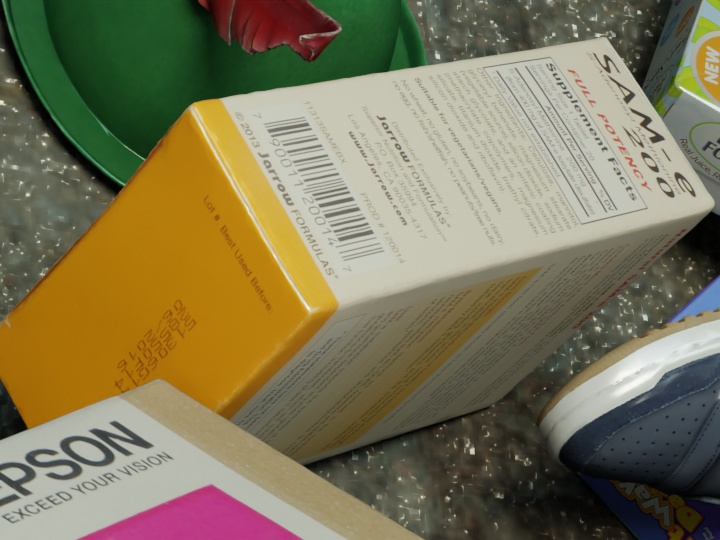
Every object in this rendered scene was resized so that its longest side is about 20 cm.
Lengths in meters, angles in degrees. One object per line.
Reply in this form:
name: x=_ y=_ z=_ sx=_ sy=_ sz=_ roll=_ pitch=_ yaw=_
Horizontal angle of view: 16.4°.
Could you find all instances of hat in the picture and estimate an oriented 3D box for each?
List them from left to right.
hat: x=-0.016 y=-0.119 z=0.836 sx=0.165 sy=0.176 sz=0.201 roll=-10 pitch=66 yaw=-31

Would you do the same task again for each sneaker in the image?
sneaker: x=0.157 y=0.072 z=0.816 sx=0.199 sy=0.070 sz=0.109 roll=-3 pitch=60 yaw=-31

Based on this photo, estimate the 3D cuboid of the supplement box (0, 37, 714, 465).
supplement box: x=0.000 y=0.000 z=0.777 sx=0.199 sy=0.126 sz=0.074 roll=-13 pitch=66 yaw=-48

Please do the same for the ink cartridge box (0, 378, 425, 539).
ink cartridge box: x=-0.057 y=0.114 z=0.596 sx=0.164 sy=0.076 sz=0.200 roll=30 pitch=28 yaw=26

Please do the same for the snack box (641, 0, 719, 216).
snack box: x=0.207 y=-0.055 z=0.929 sx=0.199 sy=0.053 sz=0.143 roll=29 pitch=51 yaw=-6

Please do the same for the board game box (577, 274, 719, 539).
board game box: x=0.179 y=0.049 z=0.914 sx=0.135 sy=0.045 sz=0.200 roll=47 pitch=52 yaw=7
